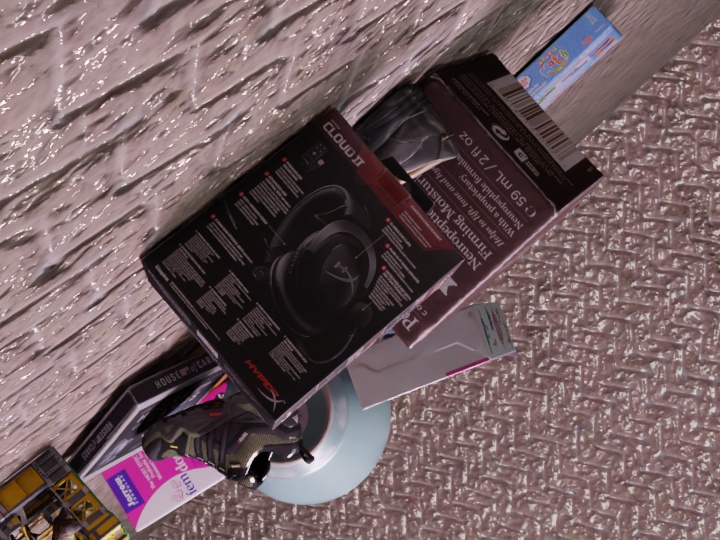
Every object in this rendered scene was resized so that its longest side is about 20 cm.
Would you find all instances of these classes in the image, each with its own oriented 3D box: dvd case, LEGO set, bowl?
[{"bbox_3d":[-0.229,0.156,1.305,0.150,0.025,0.200,-25,165,-46],"label":"dvd case"},{"bbox_3d":[-0.314,0.280,1.215,0.116,0.154,0.200,-38,170,-25],"label":"LEGO set"},{"bbox_3d":[-0.073,0.157,1.332,0.201,0.201,0.105,-41,164,3],"label":"bowl"}]

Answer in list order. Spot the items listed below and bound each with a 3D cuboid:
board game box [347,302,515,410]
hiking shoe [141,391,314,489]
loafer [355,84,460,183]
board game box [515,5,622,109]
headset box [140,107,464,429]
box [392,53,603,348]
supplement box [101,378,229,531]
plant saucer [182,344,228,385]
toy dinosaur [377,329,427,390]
[{"bbox_3d":[0.081,0.089,1.309,0.147,0.065,0.200,-22,175,14],"label":"board game box"},{"bbox_3d":[-0.142,0.183,1.238,0.199,0.101,0.076,-21,178,33],"label":"hiking shoe"},{"bbox_3d":[-0.005,-0.065,1.017,0.200,0.072,0.073,-43,175,21],"label":"loafer"},{"bbox_3d":[0.246,-0.250,1.469,0.151,0.037,0.200,-43,174,16],"label":"board game box"},{"bbox_3d":[-0.034,-0.007,0.878,0.200,0.149,0.077,-40,175,-13],"label":"headset box"},{"bbox_3d":[0.086,-0.068,1.123,0.200,0.166,0.164,-45,174,29],"label":"box"},{"bbox_3d":[-0.212,0.224,1.507,0.200,0.101,0.103,-32,180,2],"label":"supplement box"},{"bbox_3d":[-0.134,0.078,1.427,0.200,0.037,0.200,-40,175,-4],"label":"plant saucer"},{"bbox_3d":[0.032,0.046,1.454,0.181,0.200,0.105,-27,-142,13],"label":"toy dinosaur"}]
